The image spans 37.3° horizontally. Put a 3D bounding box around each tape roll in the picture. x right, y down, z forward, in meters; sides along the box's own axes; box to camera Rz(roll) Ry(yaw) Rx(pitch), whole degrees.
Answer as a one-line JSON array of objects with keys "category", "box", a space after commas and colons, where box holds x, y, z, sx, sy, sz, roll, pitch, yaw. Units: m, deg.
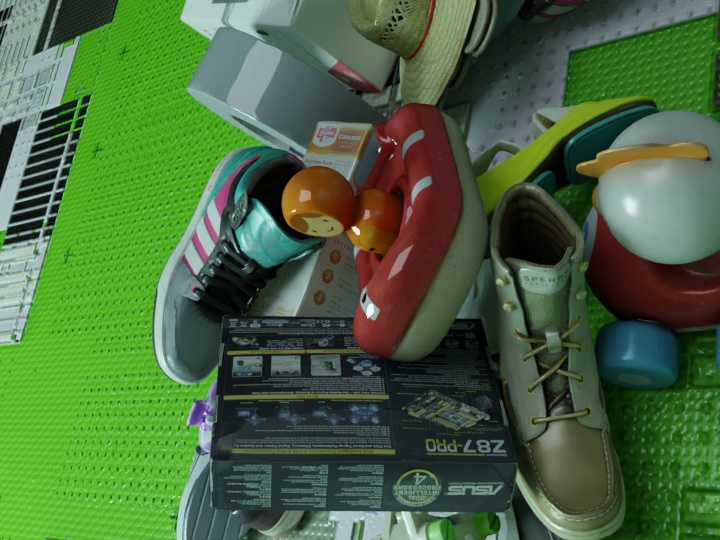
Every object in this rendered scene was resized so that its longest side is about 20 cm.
[{"category": "tape roll", "box": [-0.063, -0.147, 1.003, 0.199, 0.199, 0.067, 29, 90, 47]}]

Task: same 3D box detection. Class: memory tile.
[{"category": "memory tile", "box": [0.081, -0.217, 0.968, 0.200, 0.017, 0.156, 130, 151, -59]}]

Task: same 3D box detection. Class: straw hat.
[{"category": "straw hat", "box": [0.036, -0.241, 0.959, 0.201, 0.084, 0.204, -166, 90, -76]}]

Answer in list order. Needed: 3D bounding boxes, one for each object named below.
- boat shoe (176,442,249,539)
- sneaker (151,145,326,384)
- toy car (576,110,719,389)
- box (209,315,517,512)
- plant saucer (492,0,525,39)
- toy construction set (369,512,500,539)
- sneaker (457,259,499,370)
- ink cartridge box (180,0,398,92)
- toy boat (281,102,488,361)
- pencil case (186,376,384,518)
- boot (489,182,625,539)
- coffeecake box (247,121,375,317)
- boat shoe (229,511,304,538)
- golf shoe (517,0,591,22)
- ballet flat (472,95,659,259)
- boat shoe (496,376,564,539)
[{"category": "boat shoe", "box": [-0.121, 0.174, 1.000, 0.062, 0.071, 0.203, -17, 51, 66]}, {"category": "sneaker", "box": [-0.086, -0.008, 0.817, 0.120, 0.083, 0.203, -5, 63, 56]}, {"category": "toy car", "box": [0.198, -0.041, 0.699, 0.175, 0.199, 0.187, -7, 64, 41]}, {"category": "box", "box": [-0.002, 0.093, 0.736, 0.162, 0.196, 0.050, -98, 11, -59]}, {"category": "plant saucer", "box": [0.128, -0.289, 0.965, 0.200, 0.035, 0.203, -166, 90, -76]}, {"category": "toy construction set", "box": [0.052, 0.243, 0.739, 0.091, 0.130, 0.203, -8, 63, 41]}, {"category": "sneaker", "box": [0.105, 0.021, 0.860, 0.080, 0.076, 0.202, 29, 85, 23]}, {"category": "ink cartridge box", "box": [-0.071, -0.259, 1.108, 0.199, 0.145, 0.086, 19, 84, 47]}, {"category": "toy boat", "box": [0.007, -0.035, 0.743, 0.202, 0.129, 0.132, -98, 27, -49]}, {"category": "pencil case", "box": [-0.041, 0.137, 0.868, 0.197, 0.085, 0.085, 15, 91, 19]}, {"category": "boot", "box": [0.126, 0.057, 0.700, 0.071, 0.156, 0.202, -9, 45, 2]}, {"category": "coffeecake box", "box": [0.000, 0.000, 0.899, 0.073, 0.153, 0.203, 12, 77, 48]}, {"category": "boat shoe", "box": [-0.065, 0.134, 0.956, 0.071, 0.064, 0.203, 6, 73, 45]}, {"category": "golf shoe", "box": [0.207, -0.258, 0.897, 0.199, 0.091, 0.074, -29, 48, 60]}, {"category": "ballet flat", "box": [0.141, -0.088, 0.826, 0.199, 0.067, 0.067, -36, 56, -12]}, {"category": "boat shoe", "box": [0.129, 0.162, 0.759, 0.060, 0.072, 0.204, -13, 51, 11]}]
